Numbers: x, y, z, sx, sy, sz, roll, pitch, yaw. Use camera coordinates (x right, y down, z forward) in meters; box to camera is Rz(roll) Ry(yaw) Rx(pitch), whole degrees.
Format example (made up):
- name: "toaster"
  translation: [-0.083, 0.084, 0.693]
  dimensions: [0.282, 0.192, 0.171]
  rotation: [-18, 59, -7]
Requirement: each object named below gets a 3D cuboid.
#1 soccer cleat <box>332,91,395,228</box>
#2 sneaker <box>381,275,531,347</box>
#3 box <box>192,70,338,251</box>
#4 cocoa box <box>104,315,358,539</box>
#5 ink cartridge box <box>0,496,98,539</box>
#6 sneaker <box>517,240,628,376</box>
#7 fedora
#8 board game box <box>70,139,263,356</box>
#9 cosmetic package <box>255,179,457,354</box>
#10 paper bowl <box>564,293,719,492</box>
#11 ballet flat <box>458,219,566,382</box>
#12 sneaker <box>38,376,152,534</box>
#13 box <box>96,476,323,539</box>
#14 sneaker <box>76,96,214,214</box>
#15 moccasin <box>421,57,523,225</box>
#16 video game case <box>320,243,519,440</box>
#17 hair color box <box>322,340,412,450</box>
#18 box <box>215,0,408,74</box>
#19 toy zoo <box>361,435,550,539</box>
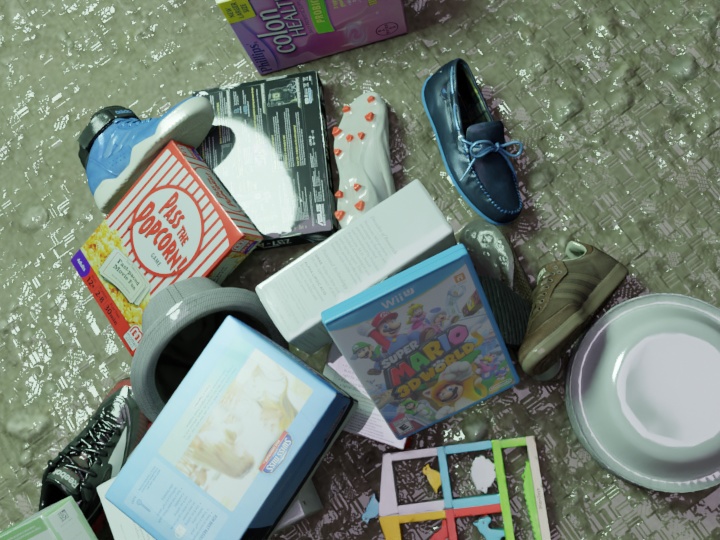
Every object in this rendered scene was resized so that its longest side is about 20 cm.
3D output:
- name: "soccer cleat"
  translation: [0.008, -0.117, 0.957]
  dimensions: [0.069, 0.077, 0.202]
  rotation: [-16, 55, 30]
- name: "sneaker"
  translation: [0.087, 0.051, 0.848]
  dimensions: [0.198, 0.089, 0.075]
  rotation: [10, 59, -24]
- name: "box"
  translation: [-0.116, -0.128, 0.984]
  dimensions: [0.158, 0.044, 0.202]
  rotation: [-9, 77, 7]
- name: "cocoa box"
  translation: [-0.115, 0.168, 0.778]
  dimensions: [0.133, 0.131, 0.201]
  rotation: [33, 84, 15]
- name: "ink cartridge box"
  translation: [-0.303, 0.348, 0.855]
  dimensions: [0.145, 0.048, 0.201]
  rotation: [-30, 91, 32]
- name: "sneaker"
  translation: [0.205, 0.036, 0.857]
  dimensions: [0.075, 0.071, 0.199]
  rotation: [38, 46, 19]
- name: "fedora"
  translation: [-0.174, 0.083, 0.898]
  dimensions: [0.176, 0.201, 0.090]
  rotation: [-35, 49, -9]
- name: "board game box"
  translation: [-0.227, -0.024, 0.945]
  dimensions: [0.200, 0.046, 0.152]
  rotation: [-46, 70, 15]
- name: "cosmetic package"
  translation: [0.000, 0.000, 0.847]
  dimensions: [0.199, 0.102, 0.074]
  rotation: [-35, 74, 0]
- name: "paper bowl"
  translation: [0.314, 0.124, 0.838]
  dimensions: [0.198, 0.104, 0.203]
  rotation: [-1, 80, 8]
- name: "ballet flat"
  translation: [0.171, 0.033, 0.912]
  dimensions: [0.067, 0.046, 0.201]
  rotation: [-37, 69, 23]
- name: "sneaker"
  translation: [-0.297, 0.212, 0.915]
  dimensions: [0.070, 0.098, 0.202]
  rotation: [25, 82, 14]
- name: "box"
  translation: [-0.159, 0.247, 0.886]
  dimensions: [0.198, 0.098, 0.125]
  rotation: [-26, 75, 3]
- name: "sneaker"
  translation: [-0.266, -0.168, 0.978]
  dimensions: [0.199, 0.076, 0.112]
  rotation: [-38, 74, 28]
- name: "moccasin"
  translation: [0.128, -0.148, 0.924]
  dimensions: [0.080, 0.068, 0.201]
  rotation: [-17, 73, -38]
- name: "video game case"
  translation: [0.064, 0.076, 0.783]
  dimensions: [0.142, 0.201, 0.018]
  rotation: [-26, 42, 4]
- name: "hair color box"
  translation: [0.028, 0.085, 0.909]
  dimensions: [0.110, 0.064, 0.202]
  rotation: [16, 83, 11]
- name: "box"
  translation: [-0.056, -0.332, 0.948]
  dimensions: [0.198, 0.176, 0.098]
  rotation: [-14, 76, 5]
- name: "toy zoo"
  translation: [0.099, 0.256, 0.885]
  dimensions: [0.198, 0.020, 0.133]
  rotation: [-9, 77, 7]
